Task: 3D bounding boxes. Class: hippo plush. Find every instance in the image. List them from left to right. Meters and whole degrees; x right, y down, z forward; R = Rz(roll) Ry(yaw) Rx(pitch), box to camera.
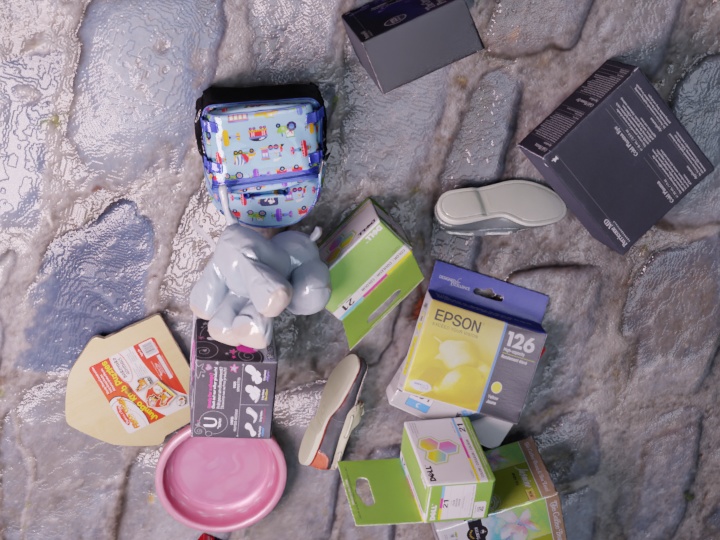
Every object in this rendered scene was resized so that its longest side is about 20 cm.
[{"bbox_3d":[-0.130,0.009,1.580,0.159,0.160,0.201,-42,68,34],"label":"hippo plush"}]

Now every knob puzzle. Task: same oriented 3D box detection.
[{"bbox_3d":[-0.346,0.175,1.739,0.218,0.030,0.221,-3,112,-8],"label":"knob puzzle"}]

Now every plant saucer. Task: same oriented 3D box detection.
[{"bbox_3d":[-0.213,0.305,1.795,0.199,0.051,0.202,-4,113,-9],"label":"plant saucer"}]

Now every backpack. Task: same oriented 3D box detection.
[{"bbox_3d":[-0.131,-0.143,1.594,0.181,0.135,0.201,-3,114,-6],"label":"backpack"}]

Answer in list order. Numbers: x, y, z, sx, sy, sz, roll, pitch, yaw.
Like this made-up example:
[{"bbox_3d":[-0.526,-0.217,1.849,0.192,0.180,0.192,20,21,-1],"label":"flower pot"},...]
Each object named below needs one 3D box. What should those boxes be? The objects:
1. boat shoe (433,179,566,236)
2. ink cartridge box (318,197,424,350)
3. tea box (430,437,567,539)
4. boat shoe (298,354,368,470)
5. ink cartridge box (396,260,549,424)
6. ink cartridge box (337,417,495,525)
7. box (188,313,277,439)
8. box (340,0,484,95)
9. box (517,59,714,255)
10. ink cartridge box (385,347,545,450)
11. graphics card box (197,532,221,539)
[{"bbox_3d":[0.201,-0.085,1.715,0.199,0.073,0.062,-3,155,-15],"label":"boat shoe"},{"bbox_3d":[0.000,0.000,1.631,0.148,0.200,0.076,-44,111,9],"label":"ink cartridge box"},{"bbox_3d":[0.212,0.398,1.835,0.196,0.134,0.201,-18,125,-2],"label":"tea box"},{"bbox_3d":[-0.029,0.217,1.782,0.062,0.071,0.201,17,109,-21],"label":"boat shoe"},{"bbox_3d":[0.175,0.110,1.756,0.197,0.047,0.201,17,93,-15],"label":"ink cartridge box"},{"bbox_3d":[0.079,0.296,1.726,0.199,0.148,0.076,-2,122,-13],"label":"ink cartridge box"},{"bbox_3d":[-0.182,0.126,1.646,0.114,0.200,0.133,2,118,-10],"label":"box"},{"bbox_3d":[0.062,-0.309,1.520,0.141,0.200,0.079,-27,113,2],"label":"box"},{"bbox_3d":[0.361,-0.161,1.664,0.182,0.104,0.200,-43,111,0],"label":"box"},{"bbox_3d":[0.167,0.163,1.804,0.199,0.045,0.177,25,107,-17],"label":"ink cartridge box"},{"bbox_3d":[-0.170,0.497,1.839,0.199,0.126,0.051,27,105,-16],"label":"graphics card box"}]
